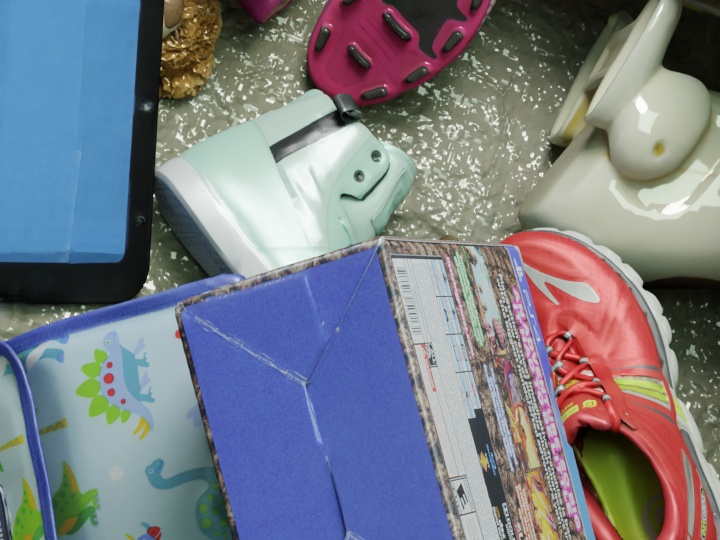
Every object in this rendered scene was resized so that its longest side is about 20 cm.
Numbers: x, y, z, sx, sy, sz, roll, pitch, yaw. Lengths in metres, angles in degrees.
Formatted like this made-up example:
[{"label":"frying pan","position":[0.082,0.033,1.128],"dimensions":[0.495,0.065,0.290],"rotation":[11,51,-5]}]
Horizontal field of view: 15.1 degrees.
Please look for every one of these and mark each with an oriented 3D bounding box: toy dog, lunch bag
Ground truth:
[{"label":"toy dog","position":[0.194,-0.028,1.379],"dimensions":[0.199,0.140,0.195],"rotation":[28,75,-5]},{"label":"lunch bag","position":[-0.115,0.110,1.240],"dimensions":[0.199,0.127,0.171],"rotation":[-15,75,13]}]

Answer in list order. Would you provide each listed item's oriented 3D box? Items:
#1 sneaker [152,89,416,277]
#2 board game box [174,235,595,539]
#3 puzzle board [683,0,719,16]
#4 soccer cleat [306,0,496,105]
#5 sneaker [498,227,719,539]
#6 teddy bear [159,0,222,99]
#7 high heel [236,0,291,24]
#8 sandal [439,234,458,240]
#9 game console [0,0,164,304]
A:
[{"label":"sneaker","position":[0.000,0.000,1.342],"dimensions":[0.118,0.074,0.201],"rotation":[-34,80,-17]},{"label":"board game box","position":[0.018,0.076,1.176],"dimensions":[0.096,0.200,0.160],"rotation":[-17,84,18]},{"label":"puzzle board","position":[0.175,-0.197,1.453],"dimensions":[0.150,0.017,0.200],"rotation":[21,38,-10]},{"label":"soccer cleat","position":[0.051,-0.166,1.397],"dimensions":[0.070,0.200,0.086],"rotation":[41,20,-7]},{"label":"sneaker","position":[0.116,0.063,1.299],"dimensions":[0.085,0.077,0.201],"rotation":[10,50,-62]},{"label":"teddy bear","position":[-0.165,-0.134,1.351],"dimensions":[0.199,0.067,0.146],"rotation":[18,69,-8]},{"label":"high heel","position":[0.018,-0.190,1.426],"dimensions":[0.199,0.067,0.097],"rotation":[-16,71,-8]},{"label":"sandal","position":[0.056,0.079,1.334],"dimensions":[0.054,0.082,0.201],"rotation":[-18,73,0]},{"label":"game console","position":[-0.173,-0.074,1.259],"dimensions":[0.116,0.176,0.201],"rotation":[6,101,12]}]
